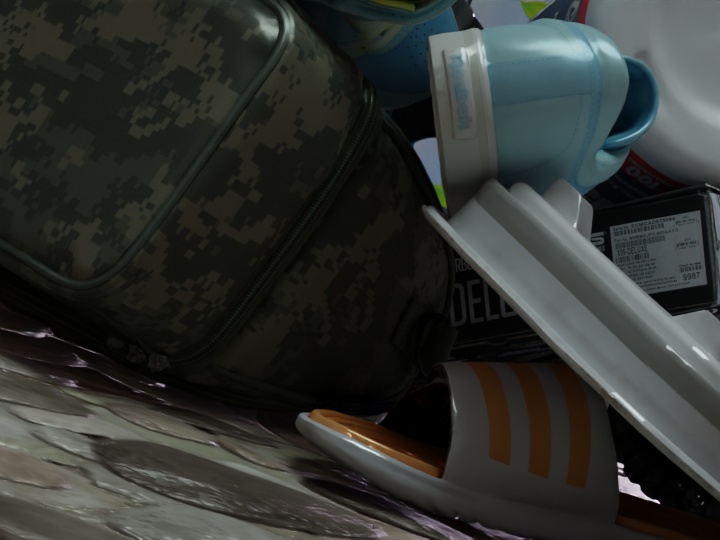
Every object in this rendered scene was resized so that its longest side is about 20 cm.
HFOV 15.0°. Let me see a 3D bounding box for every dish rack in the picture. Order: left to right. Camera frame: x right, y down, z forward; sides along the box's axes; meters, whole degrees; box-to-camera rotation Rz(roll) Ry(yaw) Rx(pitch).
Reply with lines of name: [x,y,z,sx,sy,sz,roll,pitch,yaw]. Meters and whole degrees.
dish rack: [0.121,0.045,0.933,0.200,0.044,0.172,40,4,-38]

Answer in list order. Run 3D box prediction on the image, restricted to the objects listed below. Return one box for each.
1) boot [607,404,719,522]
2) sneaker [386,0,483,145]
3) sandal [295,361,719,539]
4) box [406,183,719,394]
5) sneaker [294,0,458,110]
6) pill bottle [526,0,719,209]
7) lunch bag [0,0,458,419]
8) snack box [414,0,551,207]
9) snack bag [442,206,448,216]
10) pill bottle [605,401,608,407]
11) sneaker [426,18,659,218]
boot: [0.221,0.083,1.146,0.210,0.080,0.158,4,-6,24]
sneaker: [-0.027,-0.057,1.184,0.200,0.082,0.073,-22,18,32]
sandal: [0.074,0.063,0.955,0.206,0.059,0.079,17,4,-24]
box: [0.091,0.015,1.157,0.199,0.050,0.158,-11,-12,30]
sneaker: [0.007,-0.107,1.014,0.130,0.080,0.200,25,-10,41]
pill bottle: [0.123,-0.073,1.173,0.119,0.120,0.200,18,-15,-11]
lunch bag: [-0.071,-0.032,1.030,0.200,0.140,0.168,26,-9,41]
snack box: [0.004,-0.107,1.366,0.142,0.200,0.053,33,-25,-16]
snack bag: [0.000,0.000,1.258,0.200,0.021,0.188,-9,-18,43]
pill bottle: [0.141,0.021,1.384,0.116,0.117,0.200,17,2,-23]
sneaker: [0.070,-0.049,1.013,0.082,0.074,0.200,-5,-2,4]
